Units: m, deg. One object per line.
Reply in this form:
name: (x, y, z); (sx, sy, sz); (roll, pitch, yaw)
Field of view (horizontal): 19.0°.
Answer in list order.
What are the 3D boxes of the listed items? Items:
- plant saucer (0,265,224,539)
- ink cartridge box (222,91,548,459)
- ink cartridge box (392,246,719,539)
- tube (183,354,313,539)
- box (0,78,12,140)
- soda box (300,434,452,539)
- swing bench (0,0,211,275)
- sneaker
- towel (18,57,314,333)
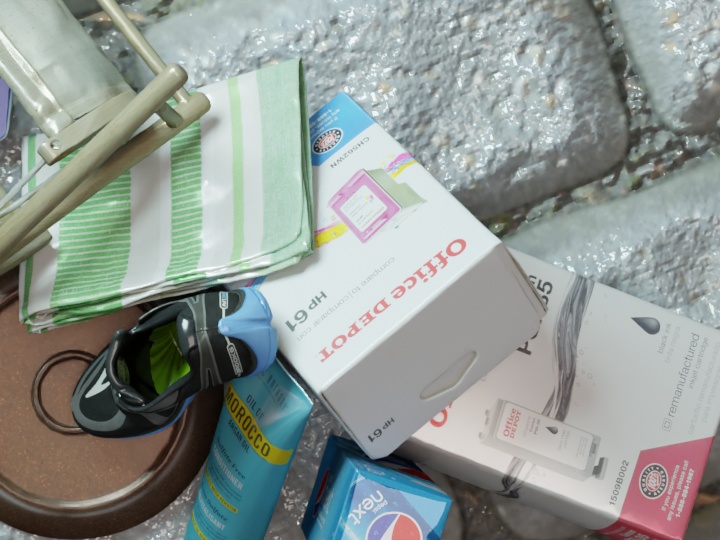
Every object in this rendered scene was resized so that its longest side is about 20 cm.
plant saucer: (-0.189, 0.079, 1.413); (0.198, 0.034, 0.202); (0, 91, -5)
ink cartridge box: (0.000, 0.000, 1.345); (0.144, 0.200, 0.085); (-40, 136, -4)
ink cartridge box: (0.130, 0.081, 1.410); (0.199, 0.083, 0.148); (21, 78, -6)
tube: (-0.069, 0.118, 1.354); (0.050, 0.201, 0.078); (-23, 58, -34)
box: (-0.321, -0.151, 1.394); (0.198, 0.032, 0.122); (7, 91, -4)
soda box: (0.007, 0.153, 1.350); (0.064, 0.200, 0.068); (18, 90, -6)
swing bench: (-0.232, -0.121, 1.313); (0.200, 0.130, 0.199); (-39, 85, 0)
sneaker: (-0.129, 0.055, 1.315); (0.082, 0.199, 0.071); (-4, 75, -36)
towel: (-0.125, -0.048, 1.361); (0.199, 0.023, 0.154); (-15, 57, 16)
